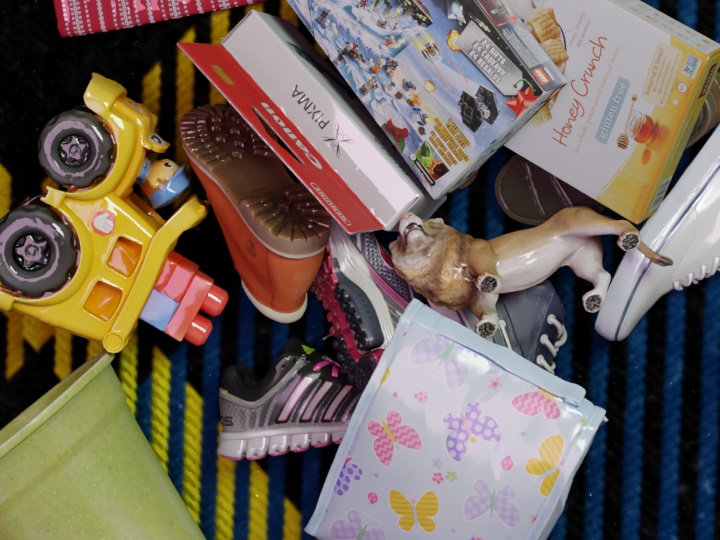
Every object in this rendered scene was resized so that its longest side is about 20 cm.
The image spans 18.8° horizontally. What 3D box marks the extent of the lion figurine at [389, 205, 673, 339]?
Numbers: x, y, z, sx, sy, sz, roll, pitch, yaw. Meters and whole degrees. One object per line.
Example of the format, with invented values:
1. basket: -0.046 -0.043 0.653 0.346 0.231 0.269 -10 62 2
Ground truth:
1. lion figurine: 0.125 -0.011 1.638 0.198 0.123 0.073 -8 116 -6

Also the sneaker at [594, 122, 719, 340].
1. sneaker: 0.253 -0.022 1.655 0.071 0.073 0.201 36 101 13

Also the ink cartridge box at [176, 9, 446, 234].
1. ink cartridge box: -0.032 -0.114 1.668 0.045 0.176 0.200 -44 80 14

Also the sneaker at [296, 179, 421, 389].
1. sneaker: 0.000 0.000 1.719 0.074 0.081 0.201 -12 67 -25

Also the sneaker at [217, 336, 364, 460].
1. sneaker: -0.028 0.093 1.734 0.198 0.074 0.088 -13 91 16

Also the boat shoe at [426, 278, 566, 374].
1. boat shoe: 0.131 0.070 1.693 0.092 0.075 0.201 -29 88 6

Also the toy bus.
1. toy bus: -0.185 -0.032 1.749 0.191 0.136 0.201 26 96 -1

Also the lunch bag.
1. lunch bag: 0.076 0.135 1.603 0.169 0.127 0.201 26 125 8

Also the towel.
1. towel: -0.165 -0.276 1.778 0.198 0.022 0.146 -8 93 17

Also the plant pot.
1. plant pot: -0.222 0.197 1.744 0.200 0.200 0.185 -37 95 13

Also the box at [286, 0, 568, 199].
1. box: 0.046 -0.174 1.629 0.201 0.040 0.137 54 129 9

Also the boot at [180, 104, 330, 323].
1. boot: -0.091 -0.047 1.729 0.108 0.074 0.200 97 150 -42

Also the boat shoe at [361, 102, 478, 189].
1. boat shoe: 0.033 -0.155 1.717 0.072 0.072 0.201 -16 100 45

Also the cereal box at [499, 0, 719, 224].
1. cereal box: 0.155 -0.145 1.613 0.199 0.039 0.145 31 121 21

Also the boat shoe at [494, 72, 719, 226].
1. boat shoe: 0.196 -0.093 1.671 0.199 0.068 0.072 -24 96 33
